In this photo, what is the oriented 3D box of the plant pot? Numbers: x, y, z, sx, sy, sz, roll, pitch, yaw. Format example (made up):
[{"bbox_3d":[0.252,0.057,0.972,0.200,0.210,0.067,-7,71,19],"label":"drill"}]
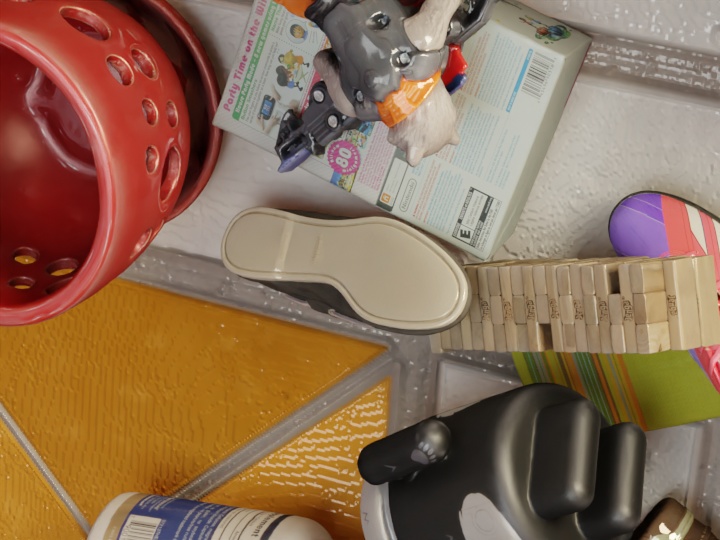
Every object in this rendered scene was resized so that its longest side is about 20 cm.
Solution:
[{"bbox_3d":[-0.200,-0.087,1.573,0.199,0.182,0.202,8,112,20],"label":"plant pot"}]

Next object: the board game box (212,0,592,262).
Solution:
[{"bbox_3d":[0.024,-0.118,1.531,0.199,0.064,0.148,27,117,11],"label":"board game box"}]

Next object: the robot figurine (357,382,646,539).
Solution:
[{"bbox_3d":[0.089,0.139,1.550,0.199,0.125,0.151,-23,102,46],"label":"robot figurine"}]

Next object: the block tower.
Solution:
[{"bbox_3d":[0.125,0.020,1.494,0.199,0.054,0.058,-4,92,49],"label":"block tower"}]

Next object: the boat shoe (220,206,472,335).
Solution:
[{"bbox_3d":[0.000,0.000,1.563,0.199,0.057,0.067,15,84,38],"label":"boat shoe"}]

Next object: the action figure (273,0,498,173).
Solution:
[{"bbox_3d":[-0.021,-0.134,1.452,0.194,0.104,0.200,47,121,7],"label":"action figure"}]

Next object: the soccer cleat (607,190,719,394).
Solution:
[{"bbox_3d":[0.218,0.032,1.471,0.200,0.073,0.068,49,117,9],"label":"soccer cleat"}]

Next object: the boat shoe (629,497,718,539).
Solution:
[{"bbox_3d":[0.169,0.243,1.596,0.075,0.075,0.203,35,119,1],"label":"boat shoe"}]

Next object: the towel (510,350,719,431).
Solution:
[{"bbox_3d":[0.193,0.057,1.548,0.199,0.018,0.087,-13,107,27],"label":"towel"}]

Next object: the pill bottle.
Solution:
[{"bbox_3d":[-0.081,0.217,1.675,0.198,0.111,0.112,6,112,22],"label":"pill bottle"}]
